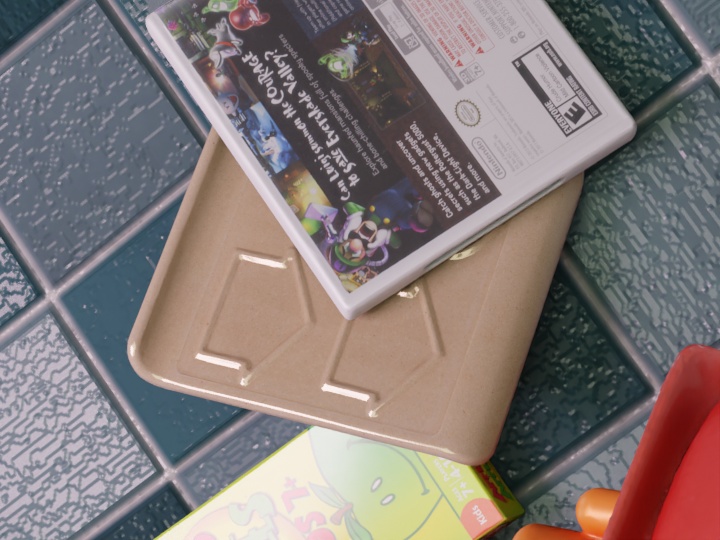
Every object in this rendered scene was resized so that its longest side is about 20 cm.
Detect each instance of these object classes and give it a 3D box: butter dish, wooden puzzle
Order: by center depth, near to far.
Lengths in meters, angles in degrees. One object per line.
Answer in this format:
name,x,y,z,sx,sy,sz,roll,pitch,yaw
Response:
butter dish,0.232,0.130,1.219,0.199,0.200,0.148,33,143,-9
wooden puzzle,0.000,0.000,1.372,0.200,0.046,0.186,15,69,14

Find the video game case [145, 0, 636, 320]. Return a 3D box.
video game case,0.015,-0.102,1.365,0.182,0.023,0.200,-33,73,-7

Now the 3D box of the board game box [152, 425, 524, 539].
board game box,-0.023,0.146,1.402,0.200,0.048,0.102,-36,80,13

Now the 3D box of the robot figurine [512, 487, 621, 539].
robot figurine,0.133,0.193,1.316,0.200,0.117,0.144,11,67,9
